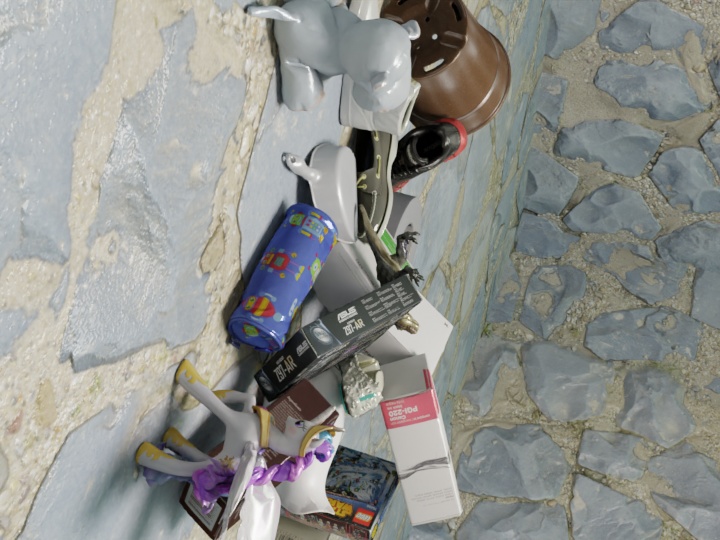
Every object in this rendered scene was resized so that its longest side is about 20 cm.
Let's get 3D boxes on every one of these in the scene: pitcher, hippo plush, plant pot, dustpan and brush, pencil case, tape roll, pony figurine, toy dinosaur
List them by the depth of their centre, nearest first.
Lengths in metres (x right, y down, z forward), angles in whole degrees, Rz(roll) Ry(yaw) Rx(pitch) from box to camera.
[{"bbox_3d":[-0.134,0.208,0.912,0.167,0.197,0.195,79,31,-59],"label":"pony figurine"},{"bbox_3d":[-0.008,-0.270,0.975,0.201,0.158,0.161,74,35,-62],"label":"hippo plush"},{"bbox_3d":[-0.096,0.013,1.083,0.088,0.077,0.202,72,36,-51],"label":"pencil case"},{"bbox_3d":[-0.051,-0.124,1.162,0.200,0.056,0.143,47,41,-74],"label":"dustpan and brush"},{"bbox_3d":[0.049,-0.008,1.200,0.047,0.088,0.204,-15,85,-42],"label":"toy dinosaur"},{"bbox_3d":[-0.100,0.245,1.236,0.120,0.170,0.204,15,72,-42],"label":"pitcher"},{"bbox_3d":[0.123,-0.339,1.348,0.198,0.197,0.204,28,78,-66],"label":"plant pot"},{"bbox_3d":[0.052,-0.045,1.575,0.200,0.065,0.204,15,90,-74],"label":"tape roll"}]

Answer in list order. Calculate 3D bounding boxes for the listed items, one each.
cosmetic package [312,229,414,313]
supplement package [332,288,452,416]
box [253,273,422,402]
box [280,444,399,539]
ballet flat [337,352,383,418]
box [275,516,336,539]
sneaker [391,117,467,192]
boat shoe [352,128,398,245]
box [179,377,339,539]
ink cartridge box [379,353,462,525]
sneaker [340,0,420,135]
[{"bbox_3d":[0.000,0.000,1.320,0.084,0.108,0.200,-35,-179,21],"label":"cosmetic package"},{"bbox_3d":[0.036,0.131,1.413,0.199,0.120,0.122,-38,-167,42],"label":"supplement package"},{"bbox_3d":[-0.030,0.091,1.140,0.198,0.044,0.160,-26,167,-39],"label":"box"},{"bbox_3d":[-0.051,0.333,1.319,0.137,0.196,0.040,-54,152,-49],"label":"box"},{"bbox_3d":[0.002,0.159,1.233,0.200,0.070,0.073,-107,-151,-77],"label":"ballet flat"},{"bbox_3d":[-0.110,0.481,1.386,0.202,0.126,0.110,84,27,-51],"label":"box"},{"bbox_3d":[0.072,-0.177,1.347,0.072,0.198,0.098,63,22,0],"label":"sneaker"},{"bbox_3d":[0.012,-0.138,1.293,0.060,0.072,0.206,21,65,-32],"label":"boat shoe"},{"bbox_3d":[-0.124,0.233,1.063,0.199,0.075,0.101,-37,163,-40],"label":"box"},{"bbox_3d":[0.087,0.249,1.263,0.146,0.083,0.204,-88,163,-75],"label":"ink cartridge box"},{"bbox_3d":[0.036,-0.291,1.197,0.074,0.114,0.203,-50,150,-51],"label":"sneaker"}]
